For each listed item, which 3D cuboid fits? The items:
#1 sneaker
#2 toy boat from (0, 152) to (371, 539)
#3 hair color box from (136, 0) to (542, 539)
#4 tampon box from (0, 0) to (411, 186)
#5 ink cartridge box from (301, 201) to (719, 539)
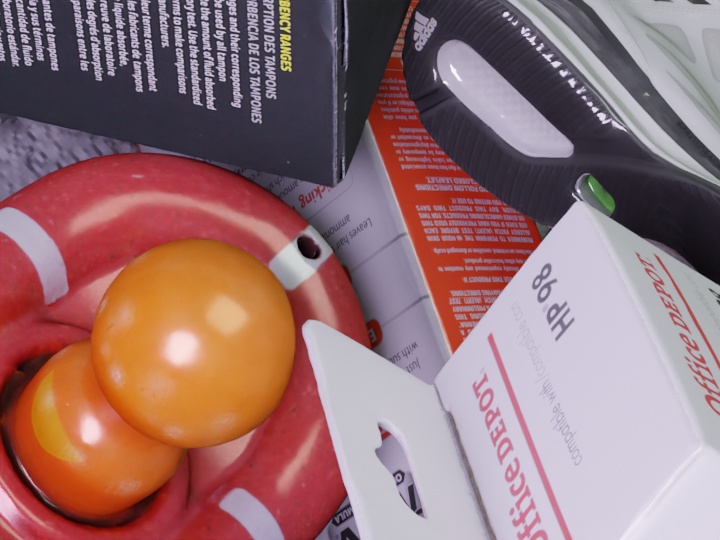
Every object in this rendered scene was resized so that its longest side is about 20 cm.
[{"bbox_3d":[0.115,-0.025,0.777,0.115,0.076,0.201,-30,75,-42],"label":"sneaker"},{"bbox_3d":[-0.062,0.036,0.684,0.131,0.131,0.200,51,41,-2],"label":"toy boat"},{"bbox_3d":[0.000,0.000,0.821,0.061,0.101,0.200,1,62,-43],"label":"hair color box"},{"bbox_3d":[-0.079,-0.136,0.744,0.199,0.126,0.150,13,52,9],"label":"tampon box"},{"bbox_3d":[0.090,0.060,0.641,0.200,0.067,0.116,30,20,-25],"label":"ink cartridge box"}]
